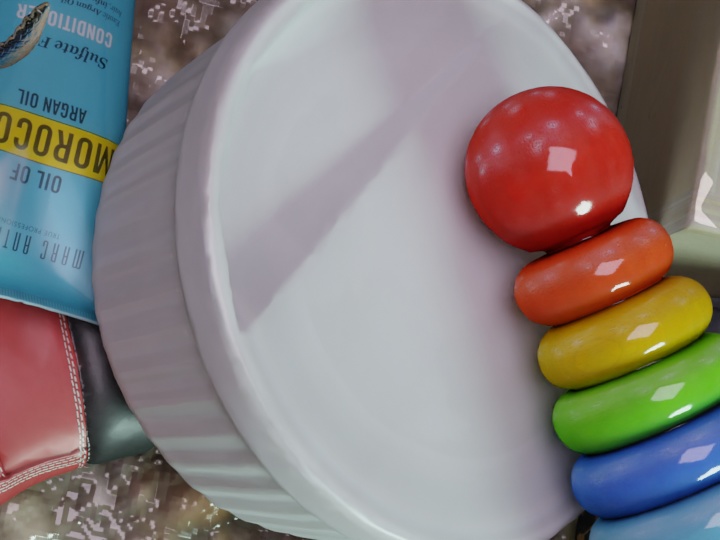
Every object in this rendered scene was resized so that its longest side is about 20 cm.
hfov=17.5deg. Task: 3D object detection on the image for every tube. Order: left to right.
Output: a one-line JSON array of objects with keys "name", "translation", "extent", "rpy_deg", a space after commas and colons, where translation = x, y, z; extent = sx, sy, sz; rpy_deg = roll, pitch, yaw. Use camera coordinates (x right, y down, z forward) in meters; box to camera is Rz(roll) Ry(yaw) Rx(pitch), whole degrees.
[{"name": "tube", "translation": [-0.108, -0.078, 0.808], "extent": [0.077, 0.050, 0.200], "rpy_deg": [14, 63, -20]}]

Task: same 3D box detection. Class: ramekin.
[{"name": "ramekin", "translation": [0.000, 0.000, 0.789], "extent": [0.202, 0.094, 0.202], "rpy_deg": [10, 75, -39]}]

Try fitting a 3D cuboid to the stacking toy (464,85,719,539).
[{"name": "stacking toy", "translation": [0.092, 0.034, 0.753], "extent": [0.085, 0.085, 0.200], "rpy_deg": [-23, 90, -17]}]

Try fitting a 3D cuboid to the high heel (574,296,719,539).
[{"name": "high heel", "translation": [0.178, 0.085, 0.809], "extent": [0.200, 0.071, 0.143], "rpy_deg": [9, 53, 30]}]

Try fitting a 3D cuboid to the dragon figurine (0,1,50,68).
[{"name": "dragon figurine", "translation": [-0.181, -0.104, 0.773], "extent": [0.099, 0.200, 0.059], "rpy_deg": [28, 94, -36]}]

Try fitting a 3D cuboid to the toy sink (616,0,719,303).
[{"name": "toy sink", "translation": [0.179, -0.086, 0.870], "extent": [0.130, 0.112, 0.200], "rpy_deg": [15, 76, -11]}]

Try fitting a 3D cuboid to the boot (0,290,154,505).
[{"name": "boot", "translation": [-0.151, -0.013, 0.804], "extent": [0.144, 0.072, 0.200], "rpy_deg": [-23, 85, -24]}]
